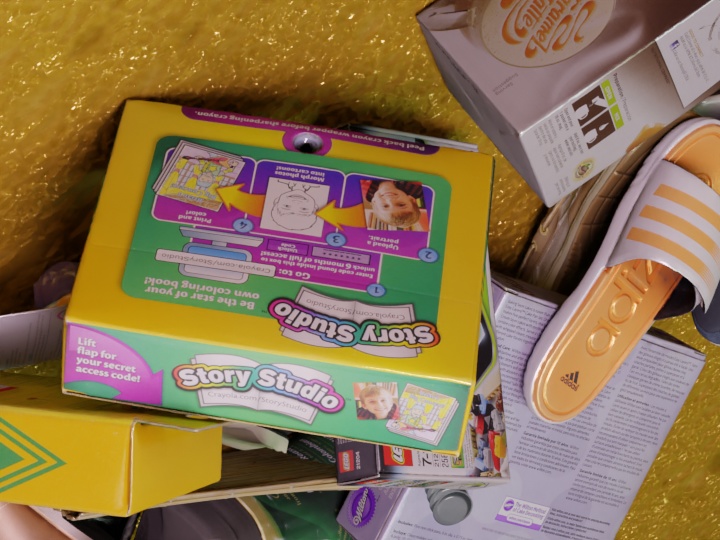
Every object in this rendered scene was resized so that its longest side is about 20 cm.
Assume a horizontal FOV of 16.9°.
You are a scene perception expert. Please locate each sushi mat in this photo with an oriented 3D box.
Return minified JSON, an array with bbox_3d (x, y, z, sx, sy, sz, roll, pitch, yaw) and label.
[{"bbox_3d":[-0.101,0.115,1.315,0.200,0.096,0.012,-2,99,-41],"label":"sushi mat"}]

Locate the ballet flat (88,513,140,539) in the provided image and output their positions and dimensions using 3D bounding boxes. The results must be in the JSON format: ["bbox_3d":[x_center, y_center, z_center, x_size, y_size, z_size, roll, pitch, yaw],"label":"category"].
[{"bbox_3d":[-0.145,0.125,1.439,0.066,0.057,0.200,-7,135,-25],"label":"ballet flat"}]

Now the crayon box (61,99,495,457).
[{"bbox_3d":[-0.038,0.001,1.225,0.199,0.173,0.058,9,134,0],"label":"crayon box"}]

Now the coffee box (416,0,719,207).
[{"bbox_3d":[0.148,-0.144,1.344,0.200,0.114,0.080,-34,144,-3],"label":"coffee box"}]

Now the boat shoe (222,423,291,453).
[{"bbox_3d":[-0.080,0.062,1.382,0.201,0.073,0.063,41,63,-73],"label":"boat shoe"}]

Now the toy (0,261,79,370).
[{"bbox_3d":[-0.121,0.008,1.325,0.199,0.047,0.115,-8,164,-13],"label":"toy"}]

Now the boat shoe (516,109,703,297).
[{"bbox_3d":[0.146,-0.036,1.502,0.074,0.066,0.200,4,132,-32],"label":"boat shoe"}]

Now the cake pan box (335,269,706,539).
[{"bbox_3d":[0.105,0.105,1.496,0.200,0.052,0.185,17,105,-40],"label":"cake pan box"}]

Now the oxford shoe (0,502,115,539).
[{"bbox_3d":[-0.166,0.180,1.390,0.071,0.200,0.071,-49,-175,-5],"label":"oxford shoe"}]

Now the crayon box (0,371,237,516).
[{"bbox_3d":[-0.155,0.087,1.239,0.127,0.199,0.051,-8,102,-71],"label":"crayon box"}]

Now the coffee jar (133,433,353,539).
[{"bbox_3d":[-0.052,0.159,1.500,0.200,0.085,0.104,-18,137,-47],"label":"coffee jar"}]

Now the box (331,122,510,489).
[{"bbox_3d":[0.028,0.023,1.370,0.110,0.201,0.035,6,164,-45],"label":"box"}]

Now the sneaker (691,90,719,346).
[{"bbox_3d":[0.235,-0.035,1.557,0.146,0.077,0.203,-10,128,-49],"label":"sneaker"}]

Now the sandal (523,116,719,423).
[{"bbox_3d":[0.176,0.010,1.431,0.079,0.059,0.207,33,88,-41],"label":"sandal"}]
